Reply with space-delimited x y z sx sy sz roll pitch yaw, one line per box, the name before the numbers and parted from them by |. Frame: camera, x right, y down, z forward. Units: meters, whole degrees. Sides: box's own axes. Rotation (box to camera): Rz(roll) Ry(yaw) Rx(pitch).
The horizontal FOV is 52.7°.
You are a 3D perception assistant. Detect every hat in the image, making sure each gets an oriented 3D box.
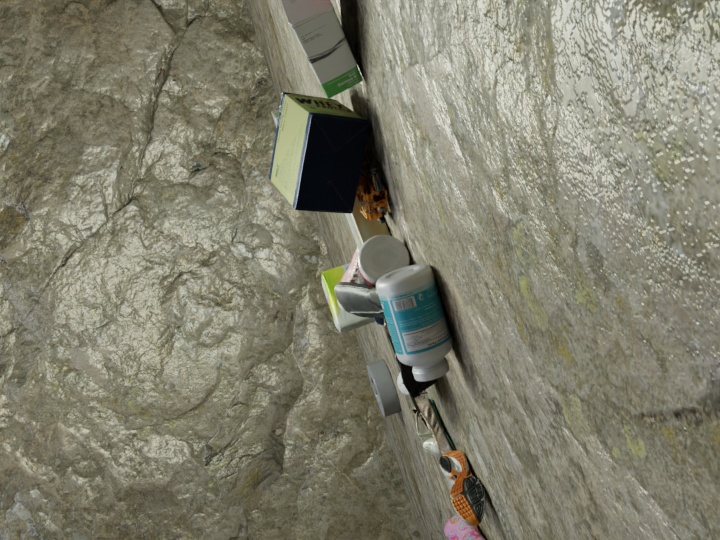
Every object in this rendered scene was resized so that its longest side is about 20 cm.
hat | 0.129 0.221 1.644 0.201 0.080 0.203 -20 -90 -88

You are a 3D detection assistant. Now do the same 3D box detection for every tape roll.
tape roll | 0.084 0.433 2.676 0.200 0.065 0.203 161 90 -84

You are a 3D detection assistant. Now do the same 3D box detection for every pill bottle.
pill bottle | 0.049 0.011 1.584 0.200 0.109 0.112 87 163 -69
pill bottle | 0.105 0.098 1.343 0.111 0.109 0.203 -140 33 -78

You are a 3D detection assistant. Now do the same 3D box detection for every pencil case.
pencil case | 0.260 0.649 1.696 0.200 0.086 0.089 -132 24 -77

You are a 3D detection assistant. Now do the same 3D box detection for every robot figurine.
robot figurine | 0.010 -0.192 1.581 0.146 0.057 0.201 81 169 -48

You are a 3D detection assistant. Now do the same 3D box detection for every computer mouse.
computer mouse | 0.130 0.317 2.046 0.200 0.043 0.111 92 158 -72

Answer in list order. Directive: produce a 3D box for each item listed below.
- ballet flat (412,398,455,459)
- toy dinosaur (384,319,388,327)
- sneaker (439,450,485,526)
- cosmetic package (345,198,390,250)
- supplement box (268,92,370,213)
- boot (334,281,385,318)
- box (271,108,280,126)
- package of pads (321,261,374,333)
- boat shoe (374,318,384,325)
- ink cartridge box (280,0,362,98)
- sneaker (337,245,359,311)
ballet flat | 0.178 0.405 1.775 0.201 0.066 0.069 -115 9 -46
toy dinosaur | 0.089 0.104 1.756 0.201 0.058 0.101 51 160 21
sneaker | 0.231 0.482 1.567 0.201 0.075 0.093 -104 -9 -63
cosmetic package | 0.018 -0.103 1.710 0.105 0.070 0.202 88 163 -67
supplement box | -0.093 -0.253 1.550 0.200 0.133 0.203 47 130 55
boot | 0.049 0.087 1.491 0.182 0.073 0.199 51 149 -14
box | -0.256 -0.542 2.672 0.200 0.111 0.103 -123 14 -68
package of pads | -0.030 0.080 2.265 0.068 0.153 0.202 90 161 -70
boat shoe | 0.051 0.072 1.866 0.201 0.068 0.085 97 -169 -56
ink cartridge box | -0.078 -0.446 1.348 0.200 0.083 0.147 57 -169 -62
sneaker | 0.000 0.000 1.806 0.105 0.075 0.202 105 -170 -63
